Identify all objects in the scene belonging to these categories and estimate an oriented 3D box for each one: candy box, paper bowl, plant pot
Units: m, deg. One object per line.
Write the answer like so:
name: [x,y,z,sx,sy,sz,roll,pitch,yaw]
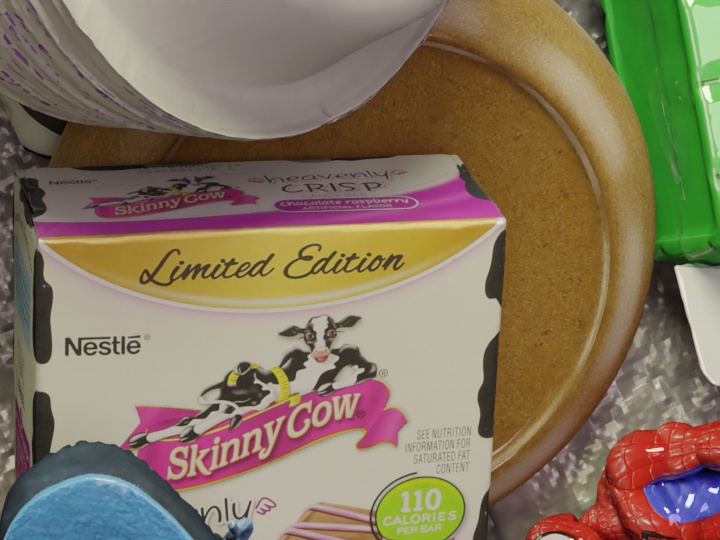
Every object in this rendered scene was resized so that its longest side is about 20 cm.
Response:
candy box: [-0.033,0.070,0.841,0.136,0.061,0.201,-3,111,-13]
paper bowl: [-0.028,-0.134,0.735,0.200,0.104,0.202,-12,106,-49]
plant pot: [0.000,0.000,0.871,0.199,0.027,0.201,-5,112,-13]

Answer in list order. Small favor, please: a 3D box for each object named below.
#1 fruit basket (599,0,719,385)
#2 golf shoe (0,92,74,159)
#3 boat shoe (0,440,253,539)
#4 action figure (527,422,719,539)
fruit basket: [0.178,-0.070,0.938,0.199,0.094,0.186,-12,91,-27]
golf shoe: [-0.024,-0.084,0.892,0.199,0.078,0.095,-7,108,-14]
boat shoe: [-0.046,0.124,0.792,0.084,0.069,0.201,-16,120,9]
action figure: [0.145,0.068,0.887,0.199,0.052,0.066,-13,129,21]
